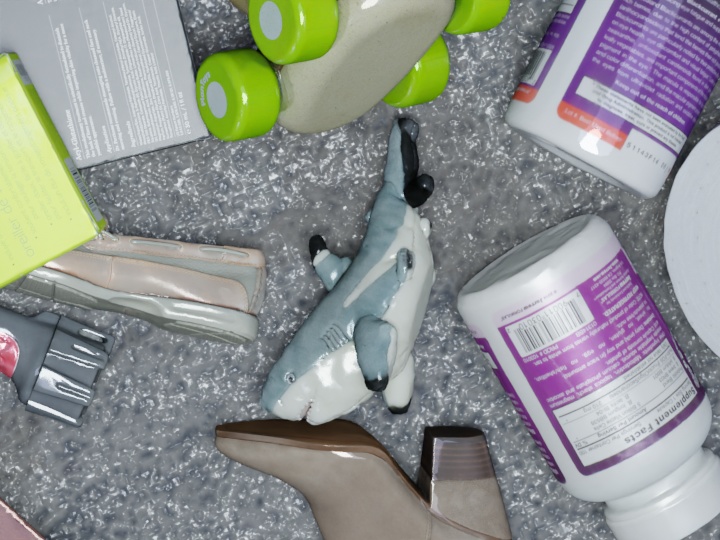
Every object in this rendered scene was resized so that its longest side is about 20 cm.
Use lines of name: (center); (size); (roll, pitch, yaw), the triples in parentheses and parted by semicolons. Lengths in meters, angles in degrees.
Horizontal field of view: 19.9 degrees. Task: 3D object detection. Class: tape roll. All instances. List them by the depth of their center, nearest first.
tape roll: (0.293, -0.021, 1.286); (0.199, 0.066, 0.202); (12, 116, 26)

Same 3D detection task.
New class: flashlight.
flashlight: (-0.261, 0.043, 1.294); (0.199, 0.068, 0.068); (23, 119, -8)

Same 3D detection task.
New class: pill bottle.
pill bottle: (0.183, -0.157, 1.294); (0.111, 0.111, 0.201); (28, 92, -7)
pill bottle: (0.155, 0.075, 1.312); (0.112, 0.112, 0.201); (-31, 98, -2)

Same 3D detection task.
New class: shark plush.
shark plush: (0.000, 0.000, 1.293); (0.083, 0.091, 0.202); (13, 91, 15)

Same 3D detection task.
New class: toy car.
toy car: (-0.036, -0.200, 1.259); (0.163, 0.158, 0.201); (-14, 68, -36)

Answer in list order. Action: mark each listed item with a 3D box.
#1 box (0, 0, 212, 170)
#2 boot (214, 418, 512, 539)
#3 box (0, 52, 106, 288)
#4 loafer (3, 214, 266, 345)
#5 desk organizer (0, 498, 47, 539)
box: (-0.183, -0.164, 1.276); (0.140, 0.079, 0.202); (-14, 97, -6)
boot: (0.002, 0.173, 1.331); (0.198, 0.070, 0.147); (3, 102, 0)
box: (-0.267, -0.031, 1.224); (0.199, 0.048, 0.123); (-27, 96, 2)
loafer: (-0.156, -0.005, 1.304); (0.199, 0.072, 0.063); (16, 77, -13)
desk organizer: (-0.234, 0.185, 1.306); (0.200, 0.072, 0.077); (44, 88, -7)
